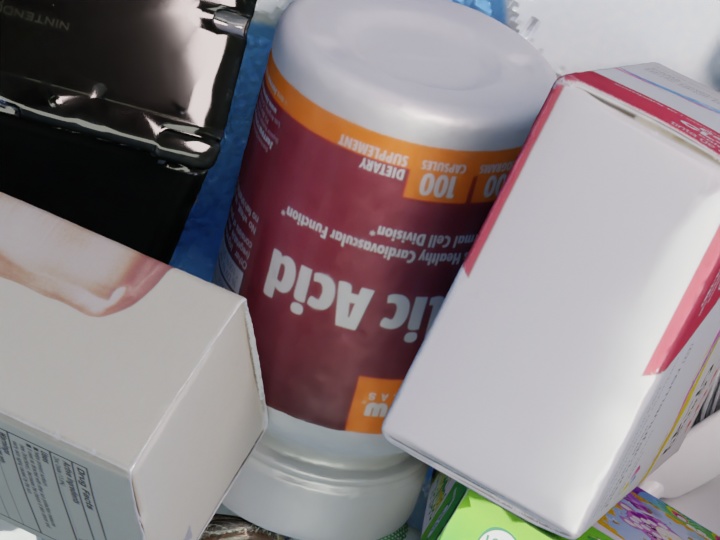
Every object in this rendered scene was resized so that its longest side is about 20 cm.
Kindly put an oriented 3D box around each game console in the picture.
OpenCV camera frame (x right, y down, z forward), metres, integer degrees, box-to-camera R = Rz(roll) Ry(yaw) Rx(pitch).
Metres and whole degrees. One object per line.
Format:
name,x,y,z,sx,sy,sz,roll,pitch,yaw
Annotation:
game console,-0.152,-0.093,1.155,0.200,0.116,0.176,14,87,-10

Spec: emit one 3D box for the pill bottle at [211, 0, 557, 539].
pill bottle,0.000,0.000,1.157,0.114,0.114,0.200,11,118,-8

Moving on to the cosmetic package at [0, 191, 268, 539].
cosmetic package,-0.143,0.029,1.103,0.200,0.087,0.103,24,152,16

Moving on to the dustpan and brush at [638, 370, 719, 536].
dustpan and brush,0.131,0.083,1.236,0.140,0.057,0.200,42,120,-18

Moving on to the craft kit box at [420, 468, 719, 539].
craft kit box,0.116,0.129,1.126,0.197,0.200,0.049,28,98,-1

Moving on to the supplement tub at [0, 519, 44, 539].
supplement tub,-0.223,0.103,1.196,0.199,0.132,0.132,-2,119,0

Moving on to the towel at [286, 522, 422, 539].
towel,0.028,0.185,1.277,0.200,0.031,0.149,40,136,-21

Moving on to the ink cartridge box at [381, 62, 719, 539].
ink cartridge box,0.096,0.005,1.092,0.086,0.200,0.148,28,103,13

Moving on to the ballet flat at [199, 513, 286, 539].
ballet flat,-0.094,0.147,1.243,0.068,0.075,0.200,15,131,-23
